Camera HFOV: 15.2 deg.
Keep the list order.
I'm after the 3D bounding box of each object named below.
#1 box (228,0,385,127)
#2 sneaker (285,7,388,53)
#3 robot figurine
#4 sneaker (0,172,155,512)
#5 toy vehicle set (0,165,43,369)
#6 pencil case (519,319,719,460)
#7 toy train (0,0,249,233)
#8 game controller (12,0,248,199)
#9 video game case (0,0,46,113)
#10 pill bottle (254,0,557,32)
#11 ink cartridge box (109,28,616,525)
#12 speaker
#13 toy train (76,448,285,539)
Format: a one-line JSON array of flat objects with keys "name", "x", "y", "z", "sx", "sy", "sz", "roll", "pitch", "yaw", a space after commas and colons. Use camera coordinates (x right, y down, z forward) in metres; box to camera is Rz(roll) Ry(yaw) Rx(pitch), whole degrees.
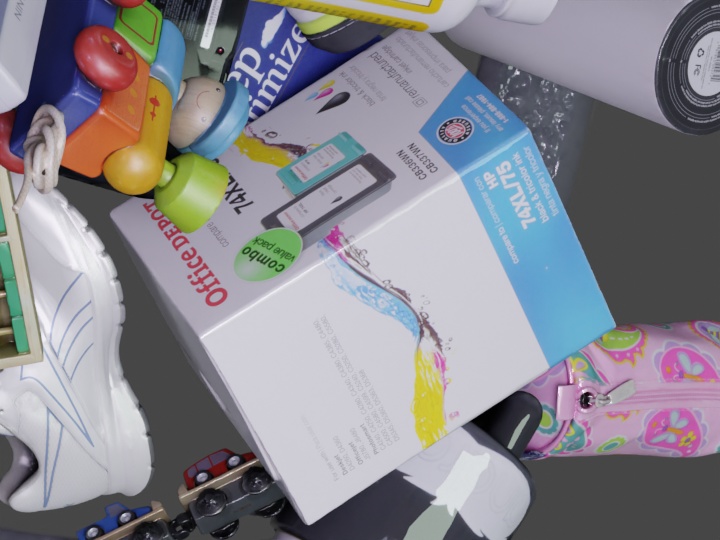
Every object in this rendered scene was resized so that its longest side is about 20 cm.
[{"name": "box", "x": -0.070, "y": -0.111, "z": 1.459, "sx": 0.200, "sy": 0.032, "sz": 0.122, "roll": 32, "pitch": 83, "yaw": -35}, {"name": "sneaker", "x": 0.031, "y": -0.200, "z": 1.432, "sx": 0.200, "sy": 0.072, "sz": 0.083, "roll": -40, "pitch": 108, "yaw": -6}, {"name": "robot figurine", "x": 0.020, "y": 0.141, "z": 1.530, "sx": 0.200, "sy": 0.150, "sz": 0.125, "roll": -56, "pitch": 153, "yaw": -11}, {"name": "sneaker", "x": -0.167, "y": 0.040, "z": 1.406, "sx": 0.087, "sy": 0.074, "sz": 0.201, "roll": -21, "pitch": 112, "yaw": -23}, {"name": "toy vehicle set", "x": -0.235, "y": -0.041, "z": 1.330, "sx": 0.123, "sy": 0.027, "sz": 0.201, "roll": -10, "pitch": 109, "yaw": -3}, {"name": "pencil case", "x": 0.174, "y": 0.073, "z": 1.641, "sx": 0.199, "sy": 0.087, "sz": 0.088, "roll": 1, "pitch": 101, "yaw": -36}, {"name": "toy train", "x": -0.112, "y": -0.056, "z": 1.284, "sx": 0.116, "sy": 0.201, "sz": 0.085, "roll": 37, "pitch": 121, "yaw": -25}, {"name": "game controller", "x": -0.111, "y": -0.140, "z": 1.395, "sx": 0.104, "sy": 0.042, "sz": 0.201, "roll": 16, "pitch": 86, "yaw": -21}, {"name": "video game case", "x": -0.210, "y": -0.199, "z": 1.267, "sx": 0.023, "sy": 0.183, "sz": 0.200, "roll": -25, "pitch": 124, "yaw": 20}, {"name": "pill bottle", "x": 0.003, "y": -0.182, "z": 1.344, "sx": 0.199, "sy": 0.112, "sz": 0.113, "roll": 10, "pitch": 97, "yaw": -14}, {"name": "ink cartridge box", "x": 0.000, "y": 0.000, "z": 1.426, "sx": 0.199, "sy": 0.147, "sz": 0.146, "roll": -33, "pitch": 127, "yaw": -7}, {"name": "speaker", "x": 0.128, "y": -0.138, "z": 1.485, "sx": 0.081, "sy": 0.200, "sz": 0.082, "roll": -14, "pitch": 115, "yaw": -33}, {"name": "toy train", "x": -0.074, "y": 0.119, "z": 1.473, "sx": 0.199, "sy": 0.046, "sz": 0.034, "roll": -27, "pitch": 139, "yaw": -2}]
